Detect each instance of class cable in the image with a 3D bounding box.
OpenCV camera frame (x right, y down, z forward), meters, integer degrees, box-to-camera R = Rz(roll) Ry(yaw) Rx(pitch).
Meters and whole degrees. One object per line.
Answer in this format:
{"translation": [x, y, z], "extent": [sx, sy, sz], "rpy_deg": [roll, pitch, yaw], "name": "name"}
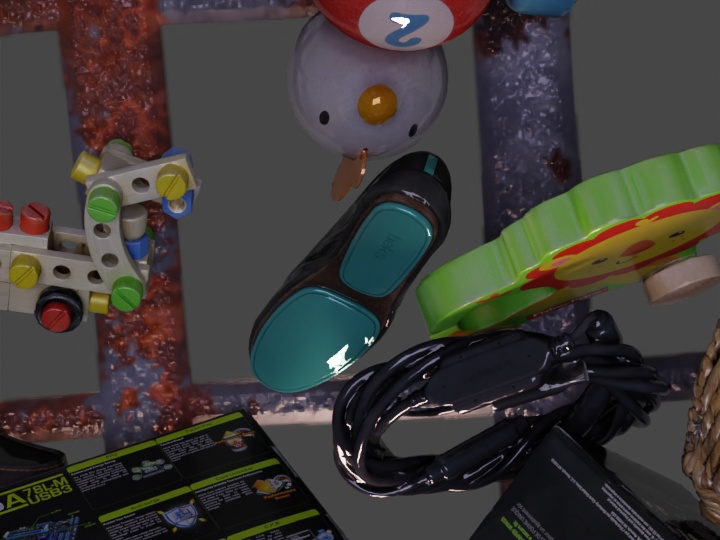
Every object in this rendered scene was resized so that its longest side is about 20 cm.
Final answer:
{"translation": [0.077, 0.082, 1.080], "extent": [0.199, 0.163, 0.051], "rpy_deg": [-24, 62, 21], "name": "cable"}

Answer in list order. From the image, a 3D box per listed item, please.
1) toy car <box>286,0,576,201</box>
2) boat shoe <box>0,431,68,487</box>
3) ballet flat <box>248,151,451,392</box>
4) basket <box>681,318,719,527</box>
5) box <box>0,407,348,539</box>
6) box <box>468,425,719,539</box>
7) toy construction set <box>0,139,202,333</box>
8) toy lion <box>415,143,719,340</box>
{"translation": [0.010, -0.126, 1.040], "extent": [0.183, 0.177, 0.201], "rpy_deg": [5, 112, -10], "name": "toy car"}
{"translation": [-0.275, 0.097, 1.127], "extent": [0.199, 0.075, 0.074], "rpy_deg": [10, 100, 0], "name": "boat shoe"}
{"translation": [0.000, 0.000, 1.091], "extent": [0.068, 0.069, 0.200], "rpy_deg": [32, 135, -12], "name": "ballet flat"}
{"translation": [0.281, 0.078, 1.075], "extent": [0.142, 0.149, 0.200], "rpy_deg": [25, 79, 30], "name": "basket"}
{"translation": [-0.112, 0.172, 1.039], "extent": [0.199, 0.193, 0.048], "rpy_deg": [-17, 125, -24], "name": "box"}
{"translation": [0.128, 0.219, 1.072], "extent": [0.148, 0.124, 0.200], "rpy_deg": [28, 102, -45], "name": "box"}
{"translation": [-0.196, -0.035, 1.092], "extent": [0.199, 0.092, 0.132], "rpy_deg": [17, 124, 8], "name": "toy construction set"}
{"translation": [0.124, -0.012, 1.026], "extent": [0.199, 0.192, 0.069], "rpy_deg": [-21, 77, 6], "name": "toy lion"}
